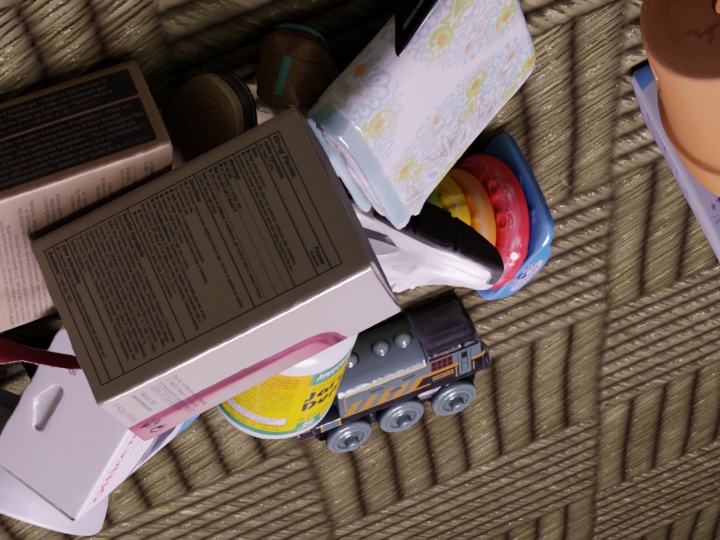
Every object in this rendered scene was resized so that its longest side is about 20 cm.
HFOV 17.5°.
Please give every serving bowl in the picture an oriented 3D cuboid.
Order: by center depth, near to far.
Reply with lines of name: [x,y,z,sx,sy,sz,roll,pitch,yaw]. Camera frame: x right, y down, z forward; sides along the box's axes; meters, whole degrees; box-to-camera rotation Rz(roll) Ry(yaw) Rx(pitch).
serving bowl: [-0.278,0.131,1.802,0.200,0.200,0.066,19,97,-61]

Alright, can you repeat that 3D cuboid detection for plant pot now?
plant pot: [0.295,-0.164,1.709,0.200,0.200,0.140,-31,142,15]

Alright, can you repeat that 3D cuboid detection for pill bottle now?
pill bottle: [-0.060,0.049,1.899,0.113,0.113,0.200,-17,157,-19]

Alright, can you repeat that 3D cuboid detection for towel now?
towel: [0.046,-0.128,1.622,0.171,0.048,0.200,-51,160,-7]

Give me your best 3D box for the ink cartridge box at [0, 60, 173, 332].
ink cartridge box: [-0.212,-0.043,1.575,0.164,0.075,0.200,-18,158,-13]

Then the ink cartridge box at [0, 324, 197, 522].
ink cartridge box: [-0.167,0.075,1.737,0.145,0.084,0.200,-59,171,31]

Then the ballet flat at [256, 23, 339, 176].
ballet flat: [-0.036,-0.098,1.627,0.068,0.072,0.200,12,162,12]

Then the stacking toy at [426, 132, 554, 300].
stacking toy: [0.043,-0.033,1.832,0.200,0.110,0.116,-5,151,-36]

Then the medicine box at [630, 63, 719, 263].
medicine box: [0.341,-0.100,1.867,0.182,0.200,0.103,-27,161,5]

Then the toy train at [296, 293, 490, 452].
toy train: [0.025,0.094,2.151,0.200,0.085,0.114,-20,146,-9]

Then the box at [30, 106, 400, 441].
box: [-0.094,0.005,1.538,0.200,0.128,0.109,-26,159,3]

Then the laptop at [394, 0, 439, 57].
laptop: [0.109,-0.223,1.423,0.200,0.103,0.177,-1,138,-46]

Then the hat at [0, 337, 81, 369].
hat: [-0.315,0.013,1.547,0.165,0.200,0.176,10,-142,41]

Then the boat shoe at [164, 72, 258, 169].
boat shoe: [-0.094,-0.078,1.633,0.065,0.072,0.200,-30,155,-25]

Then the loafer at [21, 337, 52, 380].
loafer: [-0.218,0.085,1.883,0.070,0.068,0.201,-36,162,0]

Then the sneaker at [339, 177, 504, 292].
sneaker: [0.000,0.000,1.753,0.200,0.076,0.116,19,111,-5]
